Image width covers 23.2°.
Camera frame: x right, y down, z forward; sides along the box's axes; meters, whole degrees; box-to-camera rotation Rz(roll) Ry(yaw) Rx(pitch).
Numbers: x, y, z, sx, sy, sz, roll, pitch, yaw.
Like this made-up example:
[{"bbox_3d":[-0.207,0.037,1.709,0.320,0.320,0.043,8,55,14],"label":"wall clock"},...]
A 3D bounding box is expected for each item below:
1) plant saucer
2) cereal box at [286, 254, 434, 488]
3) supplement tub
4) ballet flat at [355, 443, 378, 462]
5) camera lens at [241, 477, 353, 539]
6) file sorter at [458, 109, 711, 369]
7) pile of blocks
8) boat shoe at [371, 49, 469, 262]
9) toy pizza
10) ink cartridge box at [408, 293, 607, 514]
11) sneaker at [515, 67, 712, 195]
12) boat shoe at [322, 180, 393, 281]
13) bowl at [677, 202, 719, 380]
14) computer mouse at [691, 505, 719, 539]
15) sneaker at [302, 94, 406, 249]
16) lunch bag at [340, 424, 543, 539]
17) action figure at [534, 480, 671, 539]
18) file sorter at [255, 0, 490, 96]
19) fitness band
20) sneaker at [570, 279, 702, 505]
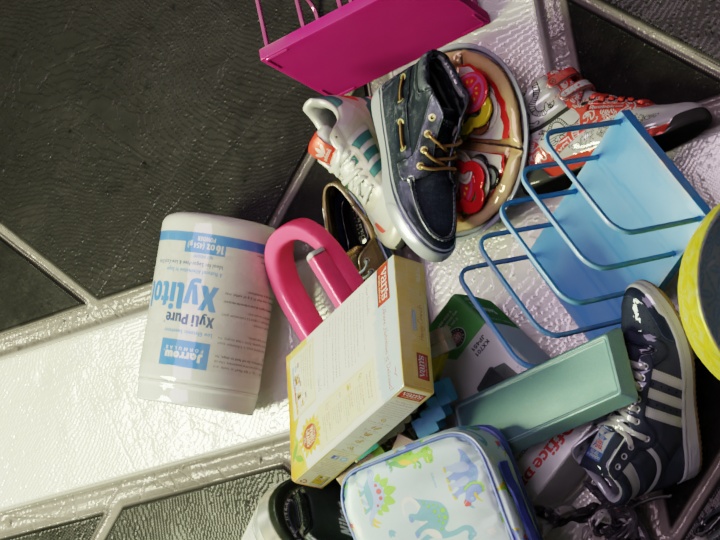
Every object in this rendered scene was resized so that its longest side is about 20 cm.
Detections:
[{"bbox_3d":[0.161,0.118,1.591,0.200,0.019,0.070,-30,62,38],"label":"plant saucer"},{"bbox_3d":[-0.003,0.097,1.641,0.200,0.039,0.144,-43,39,43],"label":"cereal box"},{"bbox_3d":[-0.159,0.046,1.858,0.132,0.132,0.201,4,83,32],"label":"supplement tub"},{"bbox_3d":[0.055,0.211,1.735,0.069,0.069,0.200,-41,77,19],"label":"ballet flat"},{"bbox_3d":[-0.053,0.312,1.703,0.160,0.160,0.200,44,123,29],"label":"camera lens"},{"bbox_3d":[0.198,-0.023,1.613,0.139,0.122,0.200,56,138,28],"label":"file sorter"},{"bbox_3d":[0.053,0.144,1.660,0.082,0.062,0.200,29,105,16],"label":"pile of blocks"},{"bbox_3d":[0.068,-0.114,1.707,0.091,0.071,0.201,-38,58,45],"label":"boat shoe"},{"bbox_3d":[0.089,-0.129,1.762,0.200,0.032,0.201,-2,87,48],"label":"toy pizza"},{"bbox_3d":[0.132,0.141,1.691,0.200,0.083,0.147,43,104,29],"label":"ink cartridge box"},{"bbox_3d":[0.232,-0.154,1.694,0.201,0.067,0.108,-21,73,29],"label":"sneaker"},{"bbox_3d":[0.000,0.000,1.803,0.072,0.072,0.200,-30,66,25],"label":"boat shoe"},{"bbox_3d":[0.353,0.029,1.547,0.108,0.200,0.201,151,119,-65],"label":"bowl"},{"bbox_3d":[0.386,0.268,1.532,0.138,0.053,0.200,-39,64,18],"label":"computer mouse"},{"bbox_3d":[-0.006,-0.101,1.778,0.070,0.093,0.200,-56,39,41],"label":"sneaker"},{"bbox_3d":[0.085,0.247,1.579,0.160,0.082,0.201,-25,83,24],"label":"lunch bag"},{"bbox_3d":[0.202,0.272,1.616,0.119,0.102,0.200,41,106,32],"label":"action figure"},{"bbox_3d":[0.004,-0.290,1.818,0.200,0.139,0.126,-23,67,26],"label":"file sorter"},{"bbox_3d":[-0.032,0.042,1.776,0.200,0.037,0.144,60,153,6],"label":"fitness band"},{"bbox_3d":[0.239,0.115,1.567,0.070,0.108,0.201,24,131,60],"label":"sneaker"}]
